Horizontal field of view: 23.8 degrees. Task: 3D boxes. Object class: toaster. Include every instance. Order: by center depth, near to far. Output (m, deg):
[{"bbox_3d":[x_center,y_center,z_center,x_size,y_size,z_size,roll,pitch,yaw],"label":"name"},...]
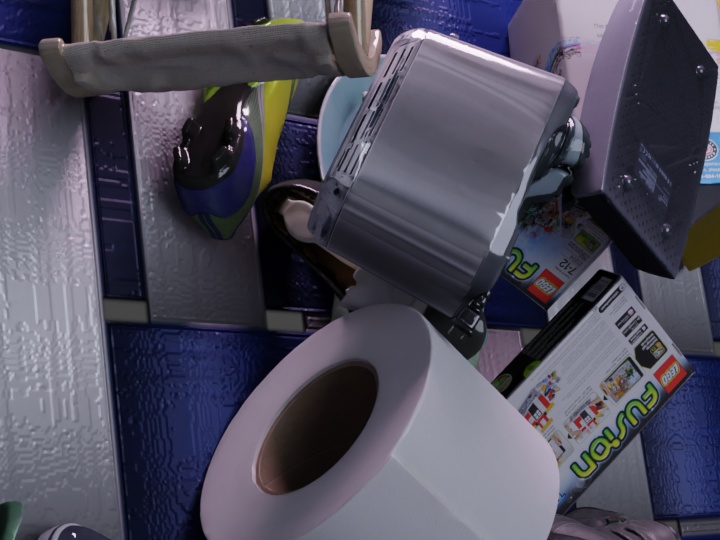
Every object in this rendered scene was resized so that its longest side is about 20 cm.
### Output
[{"bbox_3d":[0.050,-0.061,1.125,0.128,0.114,0.201,25,68,1],"label":"toaster"}]

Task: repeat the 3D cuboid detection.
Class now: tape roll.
[{"bbox_3d":[0.012,0.142,1.125,0.139,0.202,0.204,45,49,-27],"label":"tape roll"}]

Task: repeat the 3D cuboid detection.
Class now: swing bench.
[{"bbox_3d":[-0.090,-0.203,1.121,0.130,0.197,0.202,63,26,-67],"label":"swing bench"}]

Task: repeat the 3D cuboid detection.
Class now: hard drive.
[{"bbox_3d":[0.216,-0.108,1.297,0.135,0.042,0.201,43,53,-41],"label":"hard drive"}]

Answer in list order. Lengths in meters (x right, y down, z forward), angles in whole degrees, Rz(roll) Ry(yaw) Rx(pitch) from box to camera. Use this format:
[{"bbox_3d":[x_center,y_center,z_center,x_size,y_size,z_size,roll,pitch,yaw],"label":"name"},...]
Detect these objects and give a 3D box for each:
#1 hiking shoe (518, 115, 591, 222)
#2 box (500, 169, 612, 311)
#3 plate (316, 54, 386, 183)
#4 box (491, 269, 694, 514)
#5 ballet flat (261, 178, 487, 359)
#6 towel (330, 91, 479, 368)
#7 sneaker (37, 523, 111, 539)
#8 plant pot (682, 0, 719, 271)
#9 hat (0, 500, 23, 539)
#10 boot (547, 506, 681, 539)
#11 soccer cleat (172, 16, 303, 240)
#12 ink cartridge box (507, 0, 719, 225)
[{"bbox_3d":[0.076,-0.046,1.243,0.086,0.074,0.201,35,94,-19],"label":"hiking shoe"},{"bbox_3d":[0.109,-0.064,1.299,0.200,0.110,0.035,35,14,-30],"label":"box"},{"bbox_3d":[0.032,-0.071,1.351,0.199,0.025,0.202,17,64,-40],"label":"plate"},{"bbox_3d":[0.157,0.109,1.324,0.200,0.035,0.110,-45,113,-9],"label":"box"},{"bbox_3d":[0.000,0.000,1.196,0.068,0.200,0.068,-58,150,6],"label":"ballet flat"},{"bbox_3d":[0.044,-0.025,1.314,0.152,0.023,0.202,27,60,-36],"label":"towel"},{"bbox_3d":[-0.114,0.224,1.046,0.200,0.079,0.079,54,26,-21],"label":"sneaker"},{"bbox_3d":[0.354,-0.156,1.604,0.177,0.200,0.200,48,46,-8],"label":"plant pot"},{"bbox_3d":[-0.155,0.234,0.922,0.175,0.166,0.200,32,17,-15],"label":"hat"},{"bbox_3d":[0.123,0.198,1.248,0.131,0.199,0.070,-6,109,-55],"label":"boot"},{"bbox_3d":[-0.082,-0.106,1.232,0.084,0.064,0.201,75,28,-42],"label":"soccer cleat"},{"bbox_3d":[0.219,-0.144,1.447,0.146,0.145,0.202,-1,74,-12],"label":"ink cartridge box"}]
